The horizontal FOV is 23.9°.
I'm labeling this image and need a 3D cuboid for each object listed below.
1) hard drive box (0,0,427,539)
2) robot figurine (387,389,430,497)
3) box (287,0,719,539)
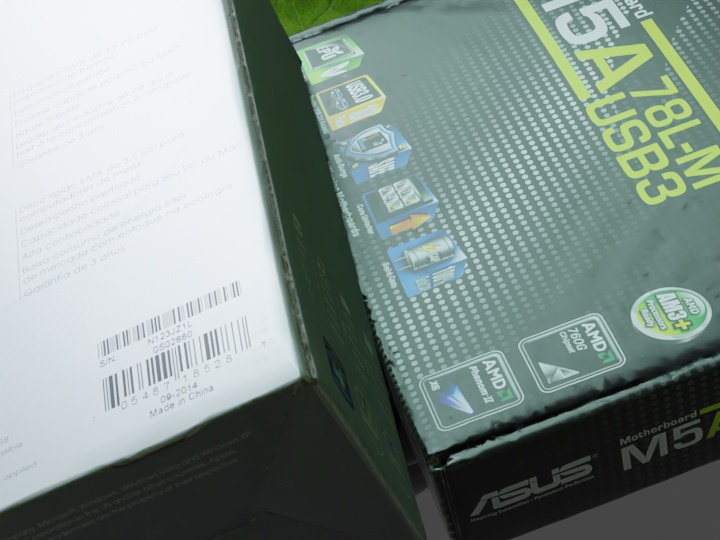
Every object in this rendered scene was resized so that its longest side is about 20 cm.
[{"bbox_3d":[-0.082,0.008,0.458,0.155,0.201,0.077,-23,-45,9],"label":"hard drive box"},{"bbox_3d":[0.026,0.015,0.606,0.199,0.126,0.150,-19,-20,-5],"label":"robot figurine"},{"bbox_3d":[0.084,-0.031,0.511,0.192,0.048,0.201,-21,44,-1],"label":"box"}]
